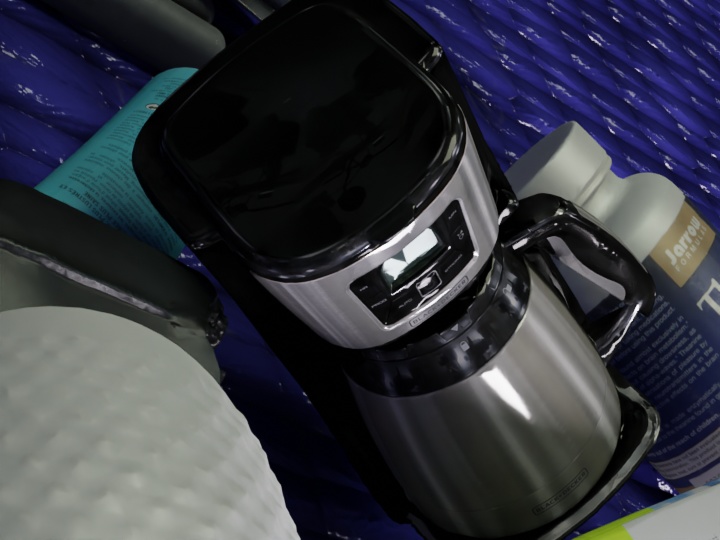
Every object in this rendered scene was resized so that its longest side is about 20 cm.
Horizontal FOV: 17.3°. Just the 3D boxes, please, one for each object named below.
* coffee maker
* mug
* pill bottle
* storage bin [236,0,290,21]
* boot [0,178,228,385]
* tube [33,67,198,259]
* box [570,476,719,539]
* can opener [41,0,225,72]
[{"bbox_3d":[0.000,0.000,0.923,0.191,0.135,0.200,15,-30,41],"label":"coffee maker"},{"bbox_3d":[-0.106,0.101,0.600,0.198,0.148,0.176,3,44,-6],"label":"mug"},{"bbox_3d":[0.151,0.021,1.235,0.200,0.111,0.111,45,22,-8],"label":"pill bottle"},{"bbox_3d":[-0.056,-0.214,1.151,0.200,0.135,0.146,38,4,-22],"label":"storage bin"},{"bbox_3d":[-0.130,-0.017,0.823,0.168,0.076,0.201,27,36,-36],"label":"boot"},{"bbox_3d":[-0.096,-0.023,0.945,0.077,0.050,0.200,41,28,-6],"label":"tube"},{"bbox_3d":[0.078,0.134,0.900,0.048,0.122,0.200,60,25,12],"label":"box"},{"bbox_3d":[-0.129,-0.155,1.063,0.199,0.067,0.054,29,30,-39],"label":"can opener"}]
